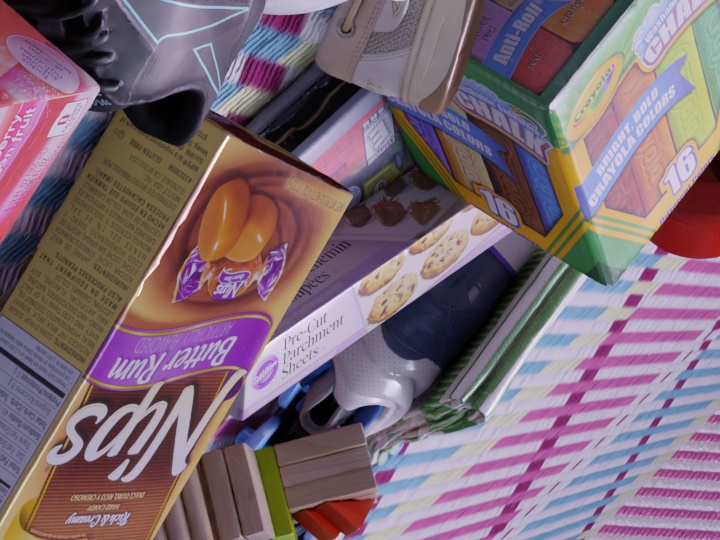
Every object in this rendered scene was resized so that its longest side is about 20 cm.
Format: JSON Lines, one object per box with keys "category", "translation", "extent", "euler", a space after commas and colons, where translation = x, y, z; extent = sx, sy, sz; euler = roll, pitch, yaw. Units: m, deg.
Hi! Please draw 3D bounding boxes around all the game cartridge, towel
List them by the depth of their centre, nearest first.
{"category": "game cartridge", "translation": [-0.020, -0.029, 1.378], "extent": [0.200, 0.041, 0.133], "euler": [-44, 152, -25]}
{"category": "towel", "translation": [0.069, 0.030, 1.532], "extent": [0.153, 0.023, 0.200], "euler": [-54, -175, -17]}

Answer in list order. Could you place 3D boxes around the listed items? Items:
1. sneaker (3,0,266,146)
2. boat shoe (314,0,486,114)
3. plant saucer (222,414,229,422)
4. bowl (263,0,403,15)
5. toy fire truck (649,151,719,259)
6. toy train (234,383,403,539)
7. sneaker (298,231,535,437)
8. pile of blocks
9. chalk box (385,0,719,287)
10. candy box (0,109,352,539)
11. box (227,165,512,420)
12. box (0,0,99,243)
{"category": "sneaker", "translation": [-0.077, -0.091, 0.901], "extent": [0.200, 0.075, 0.080], "euler": [24, 82, -67]}
{"category": "boat shoe", "translation": [0.033, -0.164, 1.163], "extent": [0.072, 0.065, 0.201], "euler": [-47, 155, -74]}
{"category": "plant saucer", "translation": [-0.075, 0.038, 1.471], "extent": [0.200, 0.035, 0.200], "euler": [-46, 167, -13]}
{"category": "bowl", "translation": [0.008, -0.159, 1.044], "extent": [0.201, 0.090, 0.201], "euler": [-46, 167, -13]}
{"category": "toy fire truck", "translation": [0.138, -0.080, 1.585], "extent": [0.199, 0.176, 0.129], "euler": [-32, 165, -7]}
{"category": "toy train", "translation": [-0.032, 0.116, 1.753], "extent": [0.200, 0.087, 0.114], "euler": [-53, 173, 14]}
{"category": "sneaker", "translation": [0.010, 0.019, 1.542], "extent": [0.147, 0.081, 0.200], "euler": [-48, -170, -4]}
{"category": "pile of blocks", "translation": [-0.077, 0.127, 1.463], "extent": [0.199, 0.062, 0.082], "euler": [-7, 162, -24]}
{"category": "chalk box", "translation": [0.082, -0.112, 1.291], "extent": [0.125, 0.124, 0.200], "euler": [-50, 151, -14]}
{"category": "candy box", "translation": [-0.095, 0.031, 1.208], "extent": [0.201, 0.056, 0.117], "euler": [-59, 152, 5]}
{"category": "box", "translation": [0.000, 0.000, 1.360], "extent": [0.200, 0.039, 0.042], "euler": [-34, 141, -38]}
{"category": "box", "translation": [-0.179, 0.000, 0.850], "extent": [0.200, 0.095, 0.103], "euler": [-55, 167, 22]}
